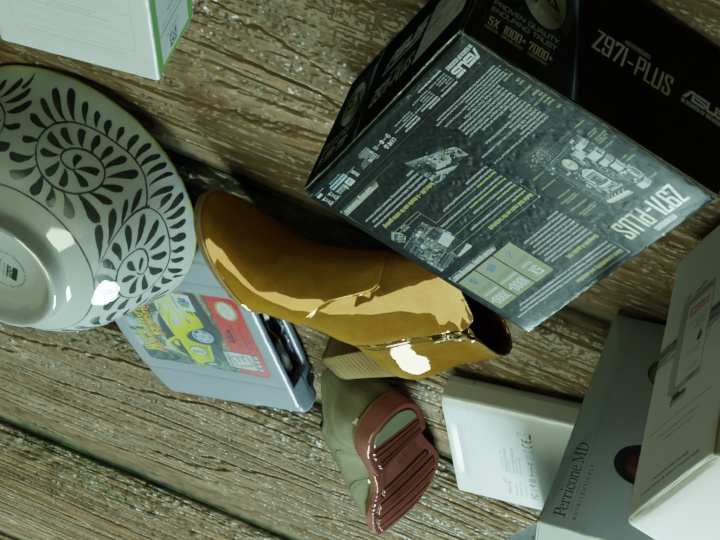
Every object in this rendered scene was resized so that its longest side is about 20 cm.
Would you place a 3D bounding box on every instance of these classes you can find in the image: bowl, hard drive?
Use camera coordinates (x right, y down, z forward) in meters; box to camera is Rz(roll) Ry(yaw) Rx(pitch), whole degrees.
[{"bbox_3d":[-0.216,-0.026,1.285,0.199,0.094,0.202,16,134,17],"label":"bowl"},{"bbox_3d":[0.161,0.139,1.385,0.198,0.027,0.132,12,146,18],"label":"hard drive"}]

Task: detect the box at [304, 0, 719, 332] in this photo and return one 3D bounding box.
[{"bbox_3d":[0.088,-0.073,1.066,0.163,0.087,0.200,31,148,-11],"label":"box"}]

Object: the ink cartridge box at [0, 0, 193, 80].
[{"bbox_3d":[-0.155,-0.200,1.062,0.103,0.060,0.201,16,147,12],"label":"ink cartridge box"}]

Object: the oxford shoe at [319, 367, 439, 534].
[{"bbox_3d":[0.010,0.130,1.454,0.075,0.070,0.201,40,157,25],"label":"oxford shoe"}]

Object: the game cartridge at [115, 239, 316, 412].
[{"bbox_3d":[-0.118,0.030,1.399,0.132,0.041,0.201,11,146,27],"label":"game cartridge"}]

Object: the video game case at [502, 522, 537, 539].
[{"bbox_3d":[0.198,0.216,1.349,0.198,0.024,0.182,13,-170,26],"label":"video game case"}]

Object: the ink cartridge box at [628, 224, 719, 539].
[{"bbox_3d":[0.240,0.079,1.071,0.146,0.201,0.083,31,136,-12],"label":"ink cartridge box"}]

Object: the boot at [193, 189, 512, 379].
[{"bbox_3d":[0.000,0.001,1.261,0.143,0.071,0.201,-15,135,37],"label":"boot"}]

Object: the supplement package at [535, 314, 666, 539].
[{"bbox_3d":[0.224,0.160,1.198,0.198,0.192,0.148,13,134,14],"label":"supplement package"}]
